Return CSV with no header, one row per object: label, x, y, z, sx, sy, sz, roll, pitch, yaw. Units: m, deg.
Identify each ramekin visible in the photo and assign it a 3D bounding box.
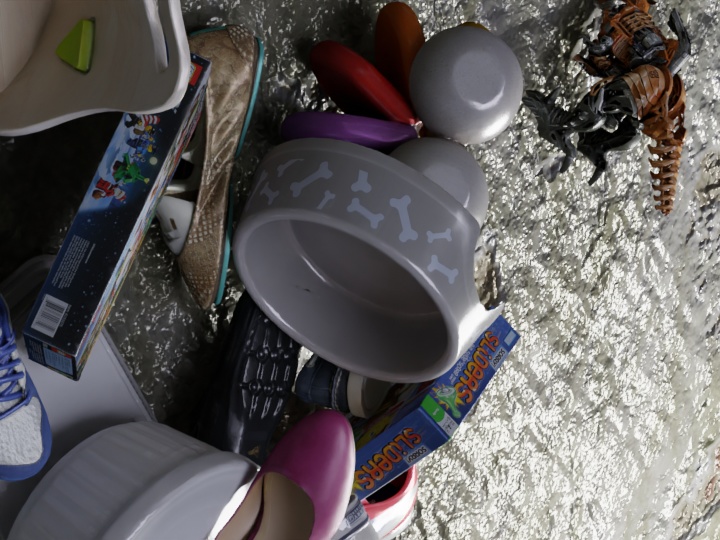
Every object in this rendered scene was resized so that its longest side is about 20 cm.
ramekin,-0.158,0.195,1.430,0.202,0.094,0.203,-39,146,-33

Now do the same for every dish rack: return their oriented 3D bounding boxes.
dish rack,-0.218,0.109,1.429,0.172,0.043,0.201,-46,135,-24

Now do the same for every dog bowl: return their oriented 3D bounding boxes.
dog bowl,0.000,0.000,1.444,0.059,0.199,0.201,-59,140,-32

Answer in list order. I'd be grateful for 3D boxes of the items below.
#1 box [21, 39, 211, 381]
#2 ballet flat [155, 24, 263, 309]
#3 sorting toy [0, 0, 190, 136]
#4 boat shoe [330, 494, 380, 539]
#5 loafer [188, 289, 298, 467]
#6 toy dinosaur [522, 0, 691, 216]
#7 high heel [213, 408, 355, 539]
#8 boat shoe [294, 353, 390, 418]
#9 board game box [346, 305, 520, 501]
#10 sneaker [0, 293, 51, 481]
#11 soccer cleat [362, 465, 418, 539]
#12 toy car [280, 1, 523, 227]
box,-0.154,-0.035,1.327,0.137,0.037,0.201,125,-11,-79
ballet flat,-0.115,-0.073,1.454,0.065,0.070,0.202,5,102,-19
sorting toy,-0.169,-0.174,1.252,0.106,0.179,0.202,-27,126,-35
boat shoe,-0.063,0.233,1.542,0.070,0.199,0.071,58,27,-6
loafer,-0.096,0.106,1.535,0.068,0.070,0.202,7,97,-51
toy dinosaur,0.213,-0.140,1.696,0.102,0.135,0.201,39,35,-32
high heel,-0.068,0.183,1.384,0.096,0.067,0.201,-22,139,-63
boat shoe,0.006,0.043,1.599,0.200,0.061,0.075,-62,154,-48
board game box,0.021,0.117,1.561,0.034,0.200,0.135,46,43,-6
sneaker,-0.246,0.052,1.303,0.075,0.088,0.201,-41,115,-27
soccer cleat,-0.028,0.205,1.642,0.199,0.068,0.074,-33,149,-38
toy car,0.019,-0.097,1.515,0.149,0.175,0.202,20,81,-12
